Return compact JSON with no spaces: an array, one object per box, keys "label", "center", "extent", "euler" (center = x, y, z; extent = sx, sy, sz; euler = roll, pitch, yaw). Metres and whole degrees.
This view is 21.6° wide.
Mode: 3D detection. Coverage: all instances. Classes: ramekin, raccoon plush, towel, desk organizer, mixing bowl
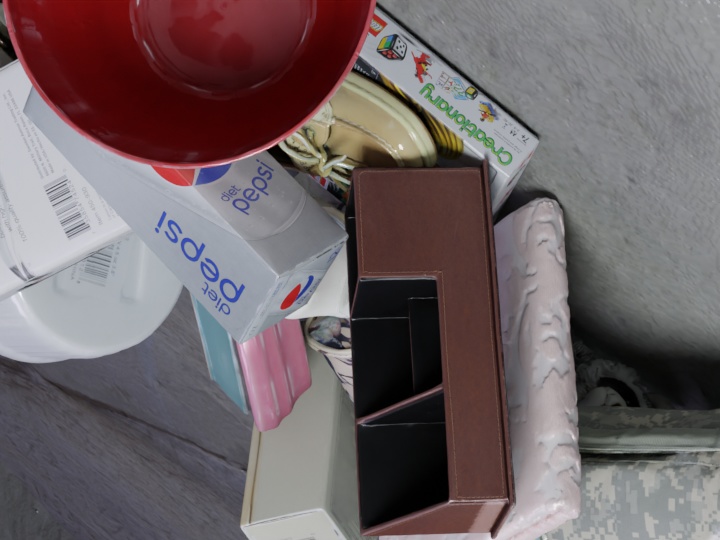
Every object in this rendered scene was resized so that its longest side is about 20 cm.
[{"label":"ramekin","center":[-0.235,-0.021,1.543],"extent":[0.098,0.201,0.201],"euler":[2,137,50]},{"label":"raccoon plush","center":[0.128,0.070,1.252],"extent":[0.134,0.097,0.200],"euler":[33,-170,-11]},{"label":"towel","center":[0.068,0.083,1.130],"extent":[0.032,0.200,0.191],"euler":[15,147,-26]},{"label":"desk organizer","center":[0.036,0.044,1.046],"extent":[0.077,0.200,0.072],"euler":[-1,158,-5]},{"label":"mixing bowl","center":[-0.084,-0.153,1.027],"extent":[0.200,0.200,0.108],"euler":[41,-177,5]}]

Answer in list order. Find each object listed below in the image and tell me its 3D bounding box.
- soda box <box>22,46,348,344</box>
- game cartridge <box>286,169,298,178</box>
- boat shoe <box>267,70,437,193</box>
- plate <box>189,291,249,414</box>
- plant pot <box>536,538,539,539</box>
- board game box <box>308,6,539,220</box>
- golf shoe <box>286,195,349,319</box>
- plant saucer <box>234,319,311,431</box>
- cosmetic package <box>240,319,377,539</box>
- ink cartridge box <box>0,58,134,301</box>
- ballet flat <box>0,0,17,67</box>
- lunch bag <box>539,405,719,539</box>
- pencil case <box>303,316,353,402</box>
[{"label":"soda box","center":[-0.104,-0.057,1.091],"extent":[0.200,0.063,0.068],"euler":[46,136,13]},{"label":"game cartridge","center":[-0.116,-0.148,1.204],"extent":[0.130,0.038,0.200],"euler":[14,138,32]},{"label":"boat shoe","center":[-0.044,-0.083,1.120],"extent":[0.200,0.063,0.073],"euler":[17,146,37]},{"label":"plate","center":[-0.120,0.017,1.469],"extent":[0.200,0.026,0.200],"euler":[166,90,-86]},{"label":"plant pot","center":[0.155,0.197,1.320],"extent":[0.200,0.134,0.200],"euler":[37,160,16]},{"label":"board game box","center":[0.032,-0.070,1.161],"extent":[0.126,0.035,0.200],"euler":[40,160,7]},{"label":"golf shoe","center":[0.000,0.000,1.244],"extent":[0.097,0.078,0.200],"euler":[23,-166,11]},{"label":"plant saucer","center":[-0.078,0.019,1.418],"extent":[0.201,0.051,0.201],"euler":[166,90,-85]},{"label":"cosmetic package","center":[-0.033,0.144,1.487],"extent":[0.073,0.200,0.104],"euler":[-15,132,18]},{"label":"ink cartridge box","center":[-0.244,-0.070,1.391],"extent":[0.147,0.200,0.083],"euler":[65,-160,-1]},{"label":"ballet flat","center":[-0.225,-0.151,1.446],"extent":[0.200,0.069,0.069],"euler":[37,160,15]},{"label":"lunch bag","center":[0.204,0.147,1.087],"extent":[0.200,0.139,0.168],"euler":[-5,132,49]},{"label":"pencil case","center":[0.024,0.090,1.447],"extent":[0.089,0.078,0.200],"euler":[45,168,46]}]
